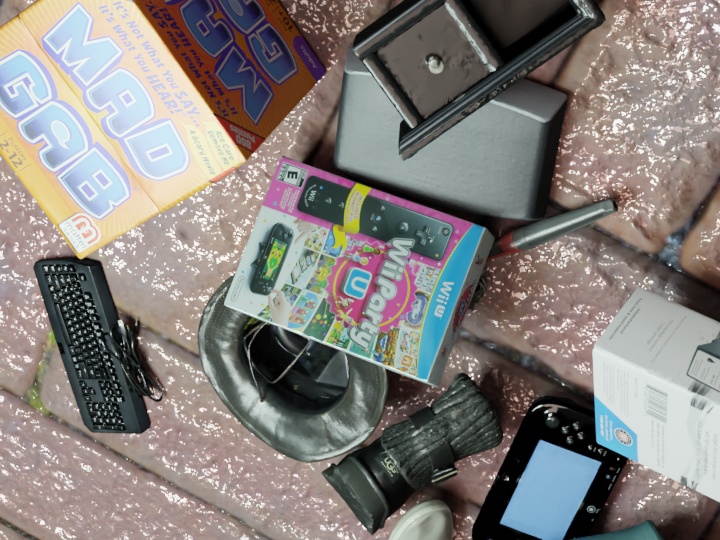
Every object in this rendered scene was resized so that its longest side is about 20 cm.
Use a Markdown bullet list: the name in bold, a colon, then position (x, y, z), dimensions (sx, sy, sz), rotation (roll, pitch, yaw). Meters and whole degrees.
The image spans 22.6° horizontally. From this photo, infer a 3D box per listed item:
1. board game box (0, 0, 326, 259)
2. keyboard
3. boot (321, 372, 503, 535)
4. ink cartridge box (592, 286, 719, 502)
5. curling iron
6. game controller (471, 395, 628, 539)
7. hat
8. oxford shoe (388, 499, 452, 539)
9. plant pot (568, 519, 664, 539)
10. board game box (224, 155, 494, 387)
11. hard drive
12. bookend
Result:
- **board game box**: position (-0.190, -0.171, 1.555), dimensions (0.200, 0.200, 0.200), rotation (-28, 105, 30)
- **keyboard**: position (-0.267, 0.082, 1.815), dimensions (0.104, 0.040, 0.200), rotation (-4, 116, 23)
- **boot**: position (0.052, 0.175, 1.715), dimensions (0.158, 0.211, 0.079), rotation (-37, 88, -11)
- **ink cartridge box**: position (0.304, 0.122, 1.537), dimensions (0.200, 0.086, 0.147), rotation (24, 148, 26)
- **curling iron**: position (0.147, -0.019, 1.613), dimensions (0.200, 0.026, 0.050), rotation (-30, 104, 31)
- **game controller**: position (0.181, 0.207, 1.712), dimensions (0.104, 0.042, 0.200), rotation (25, 123, 7)
- **hat**: position (-0.051, 0.078, 1.708), dimensions (0.200, 0.081, 0.201), rotation (7, 106, 24)
- **oxford shoe**: position (0.060, 0.308, 1.786), dimensions (0.075, 0.058, 0.200), rotation (-9, 130, -26)
- **plant pot**: position (0.222, 0.332, 1.671), dimensions (0.188, 0.200, 0.200), rotation (-31, 104, 6)
- **board game box**: position (0.000, 0.000, 1.605), dimensions (0.200, 0.064, 0.148), rotation (20, 86, 14)
- **hard drive**: position (0.072, -0.117, 1.579), dimensions (0.200, 0.042, 0.135), rotation (15, 121, 13)
- **bookend**: position (0.060, -0.232, 1.459), dimensions (0.199, 0.092, 0.200), rotation (-34, 102, 11)
